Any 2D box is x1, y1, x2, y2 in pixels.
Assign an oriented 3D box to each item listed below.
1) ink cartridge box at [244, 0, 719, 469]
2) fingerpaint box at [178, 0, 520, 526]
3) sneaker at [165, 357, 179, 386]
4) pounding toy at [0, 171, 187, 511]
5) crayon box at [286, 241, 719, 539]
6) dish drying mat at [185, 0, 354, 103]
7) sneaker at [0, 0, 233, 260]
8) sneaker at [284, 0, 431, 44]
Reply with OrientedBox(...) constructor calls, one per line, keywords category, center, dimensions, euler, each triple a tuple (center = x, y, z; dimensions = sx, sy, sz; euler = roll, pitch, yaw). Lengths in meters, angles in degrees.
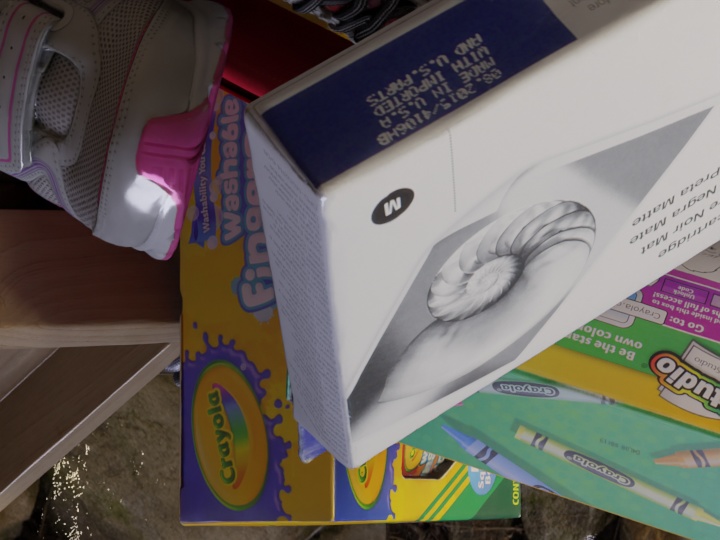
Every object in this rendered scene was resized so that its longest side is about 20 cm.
OrientedBox(category="ink cartridge box", center=(0.065, -0.024, 0.677), dimensions=(0.199, 0.041, 0.201), euler=(-31, 152, -14))
OrientedBox(category="fingerpaint box", center=(0.000, 0.000, 0.938), dimensions=(0.073, 0.202, 0.166), euler=(-4, 173, 29))
OrientedBox(category="sneaker", center=(-0.073, -0.014, 1.062), dimensions=(0.075, 0.114, 0.200), euler=(35, -175, -3))
OrientedBox(category="pounding toy", center=(-0.185, -0.004, 0.888), dimensions=(0.184, 0.143, 0.199), euler=(-40, 157, 30))
OrientedBox(category="crayon box", center=(0.087, 0.017, 0.815), dimensions=(0.198, 0.119, 0.059), euler=(18, 139, 11))
OrientedBox(category="dish drying mat", center=(-0.005, -0.059, 0.791), dimensions=(0.199, 0.018, 0.076), euler=(29, -155, 38))
OrientedBox(category="sneaker", center=(-0.103, -0.061, 0.731), dimensions=(0.088, 0.082, 0.200), euler=(10, -169, -27))
OrientedBox(category="sneaker", center=(0.032, -0.083, 0.713), dimensions=(0.199, 0.083, 0.078), euler=(4, 173, -33))
